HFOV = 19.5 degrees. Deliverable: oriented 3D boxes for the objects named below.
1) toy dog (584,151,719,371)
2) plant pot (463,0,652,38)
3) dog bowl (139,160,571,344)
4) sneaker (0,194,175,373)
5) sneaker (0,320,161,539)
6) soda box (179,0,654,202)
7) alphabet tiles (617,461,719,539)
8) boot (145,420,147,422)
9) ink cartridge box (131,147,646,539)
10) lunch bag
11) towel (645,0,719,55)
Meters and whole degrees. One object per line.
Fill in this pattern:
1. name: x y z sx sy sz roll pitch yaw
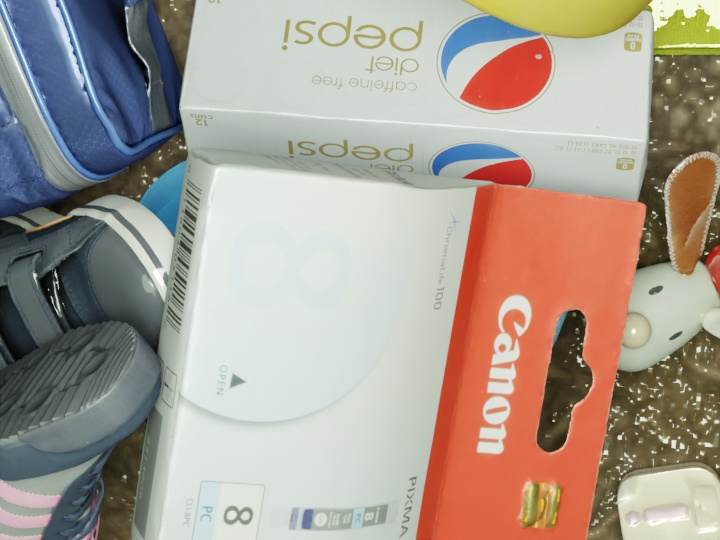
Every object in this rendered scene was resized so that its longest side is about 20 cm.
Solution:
1. toy dog: 0.192 -0.010 0.895 0.132 0.096 0.200 40 103 4
2. plant pot: 0.091 -0.222 0.783 0.201 0.201 0.189 44 126 -3
3. dog bowl: 0.000 0.000 0.919 0.198 0.112 0.050 4 130 2
4. sneaker: -0.132 0.017 0.891 0.079 0.199 0.079 -33 105 -24
5. sneaker: -0.123 0.080 0.848 0.082 0.070 0.199 47 144 -14
6. soda box: 0.025 -0.074 0.905 0.198 0.064 0.069 4 62 5
7. alphabet tiles: 0.183 0.184 0.983 0.194 0.015 0.202 -10 101 7
8. boot: -0.061 0.097 0.917 0.076 0.168 0.202 -23 98 10
9. ink cartridge box: 0.018 0.044 0.825 0.198 0.047 0.162 6 101 -18
10. lunch bag: -0.158 -0.128 0.897 0.131 0.136 0.202 -19 98 11
11. towel: 0.086 -0.139 0.924 0.198 0.018 0.087 2 103 7
